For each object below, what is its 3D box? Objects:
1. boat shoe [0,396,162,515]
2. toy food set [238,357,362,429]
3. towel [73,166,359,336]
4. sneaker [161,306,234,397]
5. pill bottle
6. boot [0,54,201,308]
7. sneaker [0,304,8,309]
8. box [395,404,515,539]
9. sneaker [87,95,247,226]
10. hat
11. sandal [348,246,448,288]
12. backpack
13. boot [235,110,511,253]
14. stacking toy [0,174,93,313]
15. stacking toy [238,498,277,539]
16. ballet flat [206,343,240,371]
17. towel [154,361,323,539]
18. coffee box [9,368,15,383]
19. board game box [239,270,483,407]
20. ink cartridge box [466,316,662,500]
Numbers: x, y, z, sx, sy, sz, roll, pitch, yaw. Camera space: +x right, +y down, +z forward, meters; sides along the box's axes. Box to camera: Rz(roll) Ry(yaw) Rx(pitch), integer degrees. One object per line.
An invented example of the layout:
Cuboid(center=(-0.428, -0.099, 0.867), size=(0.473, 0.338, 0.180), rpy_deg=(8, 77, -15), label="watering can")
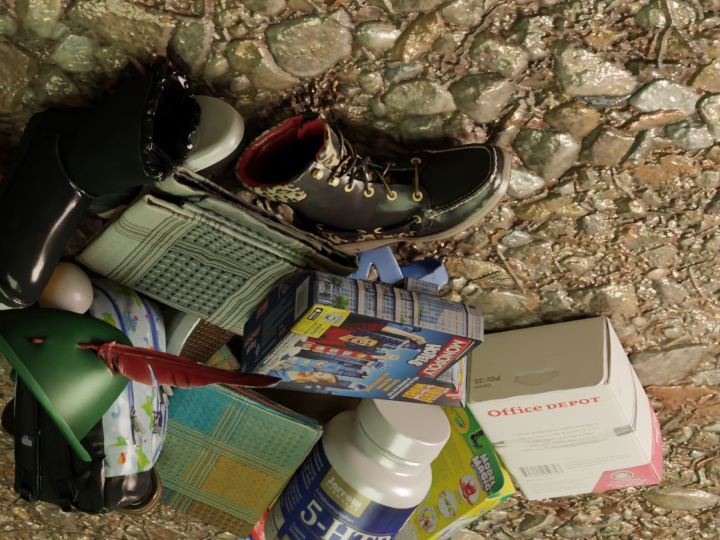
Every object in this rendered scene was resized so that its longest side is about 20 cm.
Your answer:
Cuboid(center=(-0.268, 0.187, 1.743), size=(0.199, 0.072, 0.068), rpy_deg=(31, 161, 28), label="boat shoe")
Cuboid(center=(-0.031, 0.127, 1.770), size=(0.197, 0.049, 0.199), rpy_deg=(-27, 133, 37), label="toy food set")
Cuboid(center=(-0.127, -0.006, 1.497), size=(0.192, 0.035, 0.200), rpy_deg=(27, 147, -21), label="towel")
Cuboid(center=(-0.178, 0.054, 1.675), size=(0.073, 0.085, 0.200), rpy_deg=(1, 136, -52), label="sneaker")
Cuboid(center=(0.000, 0.207, 1.706), size=(0.119, 0.120, 0.201), rpy_deg=(21, 119, -21), label="pill bottle")
Cuboid(center=(-0.214, -0.072, 1.402), size=(0.161, 0.200, 0.073), rpy_deg=(-12, 141, 34), label="boot")
Cuboid(center=(-0.396, 0.011, 1.646), size=(0.199, 0.068, 0.108), rpy_deg=(-3, 142, 6), label="sneaker")
Cuboid(center=(0.084, 0.209, 1.808), size=(0.048, 0.118, 0.200), rpy_deg=(-8, 157, -36), label="box")
Cuboid(center=(-0.150, -0.082, 1.490), size=(0.199, 0.074, 0.112), rpy_deg=(-12, 144, 36), label="sneaker")
Cuboid(center=(-0.212, 0.053, 1.504), size=(0.176, 0.166, 0.201), rpy_deg=(-37, 111, -11), label="hat")
Cuboid(center=(0.000, 0.000, 1.585), size=(0.199, 0.080, 0.087), rpy_deg=(26, 105, -16), label="sandal")
Cuboid(center=(-0.253, 0.107, 1.623), size=(0.162, 0.153, 0.202), rpy_deg=(0, 106, 47), label="backpack")
Cuboid(center=(0.009, -0.080, 1.444), size=(0.199, 0.074, 0.150), rpy_deg=(-13, 153, 34), label="boot")
Cuboid(center=(-0.315, -0.023, 1.512), size=(0.199, 0.147, 0.146), rpy_deg=(32, 136, -28), label="stacking toy")
Cuboid(center=(-0.036, 0.238, 1.840), size=(0.198, 0.117, 0.110), rpy_deg=(0, 147, 26), label="stacking toy")
Cuboid(center=(-0.150, 0.162, 1.758), size=(0.070, 0.071, 0.202), rpy_deg=(6, 119, -1), label="ballet flat")
Cuboid(center=(-0.138, 0.180, 1.713), size=(0.146, 0.022, 0.200), rpy_deg=(26, 133, -8), label="towel")
Cuboid(center=(-0.258, 0.154, 1.805), size=(0.122, 0.044, 0.200), rpy_deg=(10, 153, 38), label="coffee box")
Cuboid(center=(0.021, 0.058, 1.489), size=(0.198, 0.062, 0.200), rpy_deg=(12, 155, -19), label="board game box")
Cuboid(center=(0.204, 0.139, 1.724), size=(0.145, 0.083, 0.200), rpy_deg=(-9, 142, 20), label="ink cartridge box")
